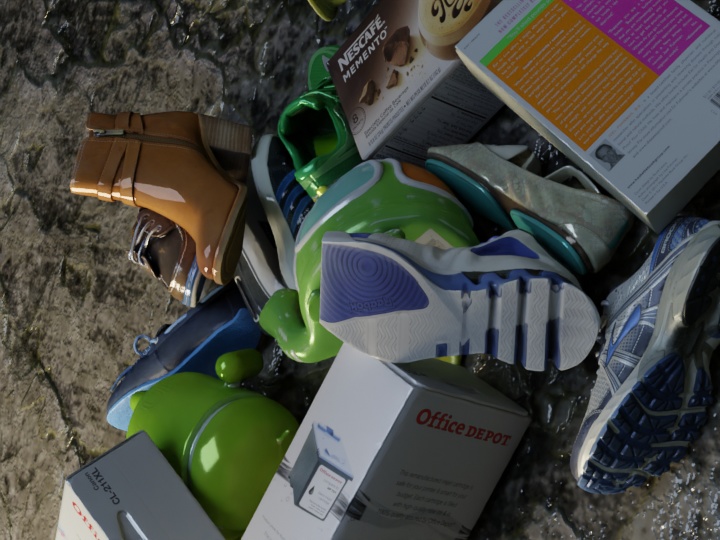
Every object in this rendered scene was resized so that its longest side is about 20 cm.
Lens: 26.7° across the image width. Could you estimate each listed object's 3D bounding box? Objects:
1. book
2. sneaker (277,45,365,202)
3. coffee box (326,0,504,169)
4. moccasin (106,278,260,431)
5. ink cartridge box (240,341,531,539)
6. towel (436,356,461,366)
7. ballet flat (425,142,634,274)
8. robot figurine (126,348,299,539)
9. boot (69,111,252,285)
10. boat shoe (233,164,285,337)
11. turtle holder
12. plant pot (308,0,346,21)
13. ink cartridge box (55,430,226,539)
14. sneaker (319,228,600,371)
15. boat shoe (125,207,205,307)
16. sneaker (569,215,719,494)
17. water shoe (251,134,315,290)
[{"bbox_3d":[0.178,-0.137,1.042,0.134,0.048,0.200,-45,56,2],"label":"book"},{"bbox_3d":[-0.024,-0.132,1.286,0.074,0.083,0.202,-34,38,26],"label":"sneaker"},{"bbox_3d":[0.072,-0.181,1.204,0.200,0.079,0.114,-44,49,32],"label":"coffee box"},{"bbox_3d":[-0.162,0.082,1.425,0.199,0.080,0.069,-35,47,25],"label":"moccasin"},{"bbox_3d":[0.015,0.163,1.106,0.086,0.146,0.202,34,100,43],"label":"ink cartridge box"},{"bbox_3d":[0.042,0.133,1.204,0.085,0.018,0.203,-1,78,44],"label":"towel"},{"bbox_3d":[0.128,-0.058,1.133,0.062,0.068,0.200,-45,45,-8],"label":"ballet flat"},{"bbox_3d":[-0.126,0.155,1.317,0.199,0.115,0.178,12,95,50],"label":"robot figurine"},{"bbox_3d":[-0.174,-0.065,1.308,0.201,0.152,0.074,-92,10,-51],"label":"boot"},{"bbox_3d":[-0.103,-0.027,1.381,0.057,0.068,0.201,-51,48,28],"label":"boat shoe"},{"bbox_3d":[0.011,-0.001,1.184,0.133,0.139,0.187,-105,30,-47],"label":"turtle holder"},{"bbox_3d":[0.024,-0.330,1.213,0.188,0.200,0.202,-20,60,12],"label":"plant pot"},{"bbox_3d":[-0.185,0.250,1.289,0.146,0.082,0.201,50,150,16],"label":"ink cartridge box"},{"bbox_3d":[0.072,0.016,1.069,0.197,0.115,0.082,10,106,10],"label":"sneaker"},{"bbox_3d":[-0.180,-0.020,1.409,0.200,0.071,0.073,-127,55,-73],"label":"boat shoe"},{"bbox_3d":[0.193,0.054,1.013,0.202,0.076,0.085,-61,31,7],"label":"sneaker"},{"bbox_3d":[-0.037,-0.046,1.325,0.078,0.072,0.202,-26,54,11],"label":"water shoe"}]
